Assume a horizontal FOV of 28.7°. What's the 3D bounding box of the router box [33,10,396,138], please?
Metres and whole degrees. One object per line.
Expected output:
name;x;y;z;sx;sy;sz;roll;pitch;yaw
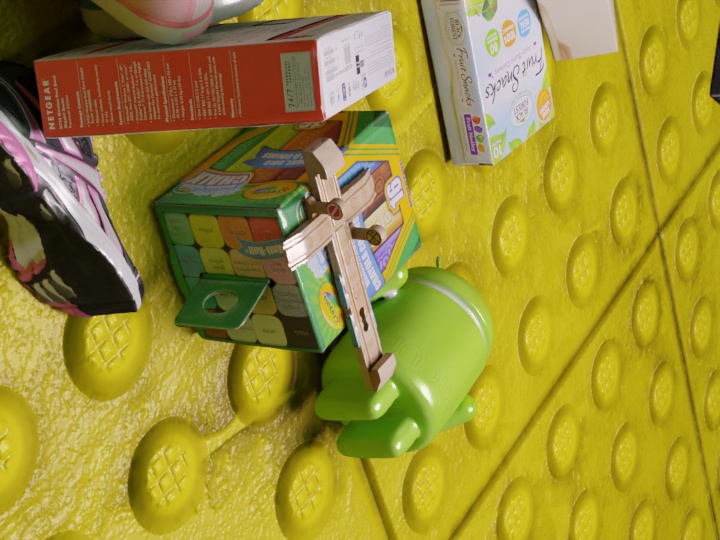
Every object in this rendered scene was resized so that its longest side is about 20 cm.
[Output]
router box;-0.085;-0.130;0.910;0.200;0.179;0.049;-47;134;-69

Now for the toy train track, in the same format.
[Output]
toy train track;0.000;0.000;1.012;0.115;0.032;0.200;-44;130;-44

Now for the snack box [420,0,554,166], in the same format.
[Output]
snack box;0.124;-0.219;1.363;0.142;0.053;0.200;-38;123;-47

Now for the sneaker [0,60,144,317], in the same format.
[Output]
sneaker;-0.191;-0.053;0.910;0.200;0.080;0.086;66;33;-43

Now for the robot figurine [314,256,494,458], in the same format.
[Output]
robot figurine;0.043;0.077;1.226;0.200;0.116;0.176;-51;121;-39

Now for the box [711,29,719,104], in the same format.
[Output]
box;0.620;-0.269;1.949;0.200;0.198;0.123;20;78;-55

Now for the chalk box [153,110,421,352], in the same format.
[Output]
chalk box;-0.063;-0.023;1.053;0.200;0.125;0.124;-45;129;-45

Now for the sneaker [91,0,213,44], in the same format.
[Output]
sneaker;-0.166;-0.219;0.808;0.075;0.200;0.105;-56;174;-39

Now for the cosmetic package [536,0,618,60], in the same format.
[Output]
cosmetic package;0.209;-0.297;1.394;0.200;0.071;0.105;50;35;-68

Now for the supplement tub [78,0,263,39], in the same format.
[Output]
supplement tub;-0.138;-0.262;0.910;0.132;0.132;0.200;-38;124;-47
